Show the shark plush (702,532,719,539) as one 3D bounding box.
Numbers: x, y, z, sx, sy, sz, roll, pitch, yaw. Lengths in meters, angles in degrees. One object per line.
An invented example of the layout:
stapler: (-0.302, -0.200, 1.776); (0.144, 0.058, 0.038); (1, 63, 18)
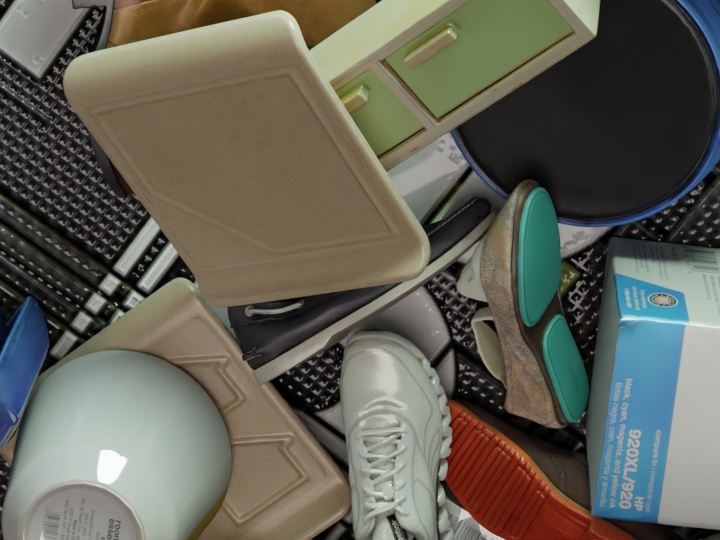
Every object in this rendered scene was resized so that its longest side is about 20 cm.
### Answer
shark plush: (0.260, 0.212, 1.657); (0.091, 0.200, 0.084); (-38, 72, 5)

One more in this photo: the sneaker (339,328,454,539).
sneaker: (0.023, 0.139, 1.663); (0.074, 0.081, 0.202); (-5, 106, 15)

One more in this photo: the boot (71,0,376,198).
boot: (-0.085, -0.146, 1.613); (0.198, 0.069, 0.190); (-5, 104, -4)

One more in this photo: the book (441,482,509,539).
book: (0.068, 0.267, 1.753); (0.133, 0.048, 0.201); (28, 109, -3)

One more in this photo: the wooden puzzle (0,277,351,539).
wooden puzzle: (-0.130, 0.128, 1.714); (0.185, 0.046, 0.201); (-35, 100, 14)

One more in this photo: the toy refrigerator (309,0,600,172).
toy refrigerator: (0.048, -0.135, 1.535); (0.199, 0.070, 0.076); (-31, 117, 29)

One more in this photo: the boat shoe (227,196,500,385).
boat shoe: (0.000, 0.000, 1.644); (0.199, 0.073, 0.063); (-33, 87, 8)

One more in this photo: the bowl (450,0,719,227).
bowl: (0.145, -0.119, 1.584); (0.199, 0.039, 0.202); (7, 118, 13)

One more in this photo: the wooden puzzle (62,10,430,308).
wooden puzzle: (-0.069, -0.069, 1.559); (0.184, 0.037, 0.201); (-8, 126, 33)

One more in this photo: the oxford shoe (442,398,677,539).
oxford shoe: (0.130, 0.151, 1.703); (0.200, 0.073, 0.071); (40, 132, 5)

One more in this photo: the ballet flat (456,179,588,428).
ballet flat: (0.100, 0.024, 1.632); (0.067, 0.068, 0.201); (9, 130, 29)

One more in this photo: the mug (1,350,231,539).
mug: (-0.157, 0.162, 1.623); (0.149, 0.153, 0.187); (-33, 101, 13)

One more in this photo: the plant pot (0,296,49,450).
plant pot: (-0.322, 0.077, 1.621); (0.179, 0.200, 0.201); (34, 107, -10)

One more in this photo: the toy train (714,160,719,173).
toy train: (0.247, -0.086, 1.621); (0.046, 0.034, 0.200); (-40, 103, 3)

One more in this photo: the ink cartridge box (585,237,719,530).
ink cartridge box: (0.255, 0.079, 1.619); (0.198, 0.147, 0.146); (6, 111, 1)
